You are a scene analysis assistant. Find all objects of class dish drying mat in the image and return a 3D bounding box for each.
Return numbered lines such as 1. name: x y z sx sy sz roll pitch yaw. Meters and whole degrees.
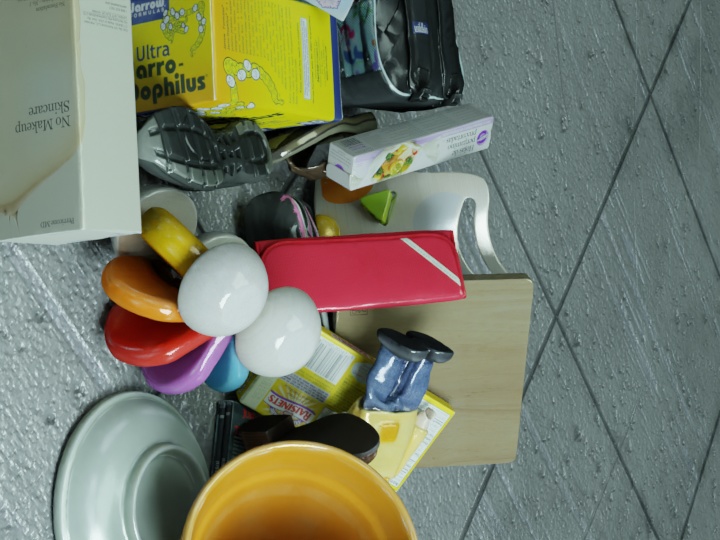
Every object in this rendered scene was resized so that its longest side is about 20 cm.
1. dish drying mat: 0.000 0.000 1.547 0.198 0.018 0.078 -4 68 -15

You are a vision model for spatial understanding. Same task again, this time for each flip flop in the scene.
1. flip flop: -0.041 -0.123 1.652 0.200 0.080 0.058 -19 99 -62

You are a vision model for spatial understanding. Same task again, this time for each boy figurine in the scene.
1. boy figurine: 0.016 0.155 1.537 0.124 0.064 0.202 10 104 -43

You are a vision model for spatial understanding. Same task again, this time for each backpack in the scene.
1. backpack: 0.020 -0.268 1.696 0.177 0.149 0.202 -4 92 -58

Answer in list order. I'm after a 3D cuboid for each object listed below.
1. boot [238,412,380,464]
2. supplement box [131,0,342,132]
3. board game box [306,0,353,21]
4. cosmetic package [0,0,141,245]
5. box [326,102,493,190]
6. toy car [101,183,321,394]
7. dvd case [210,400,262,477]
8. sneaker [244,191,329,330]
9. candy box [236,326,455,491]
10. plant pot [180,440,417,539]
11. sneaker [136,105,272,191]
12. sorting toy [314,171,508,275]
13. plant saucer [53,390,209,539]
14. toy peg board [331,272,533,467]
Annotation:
1. boot: -0.022 0.234 1.497 0.064 0.186 0.202 -26 107 -34
2. supplement box: -0.117 -0.193 1.512 0.199 0.108 0.111 2 84 -56
3. board game box: -0.064 -0.360 1.571 0.198 0.041 0.201 27 51 -3
4. cosmetic package: -0.240 -0.126 1.318 0.073 0.103 0.202 4 81 -55
5. box: 0.052 -0.127 1.655 0.199 0.041 0.039 -20 131 -39
6. toy car: -0.145 0.035 1.417 0.150 0.175 0.200 -51 137 -2
7. dvd case: -0.096 0.237 1.562 0.146 0.022 0.202 25 66 -53
8. sneaker: -0.057 0.020 1.608 0.086 0.079 0.202 -17 106 -67
9. candy box: -0.012 0.128 1.575 0.199 0.103 0.026 33 12 -26
10. plant pot: -0.065 0.273 1.398 0.184 0.198 0.202 116 -8 -60
11. sneaker: -0.153 -0.096 1.451 0.200 0.079 0.076 3 71 -64
12. sorting toy: 0.058 -0.021 1.676 0.107 0.178 0.202 -61 137 -69
13. plant saucer: -0.181 0.205 1.410 0.199 0.050 0.203 11 77 -56
14. toy peg board: 0.058 0.088 1.649 0.098 0.198 0.201 -123 -146 -66
